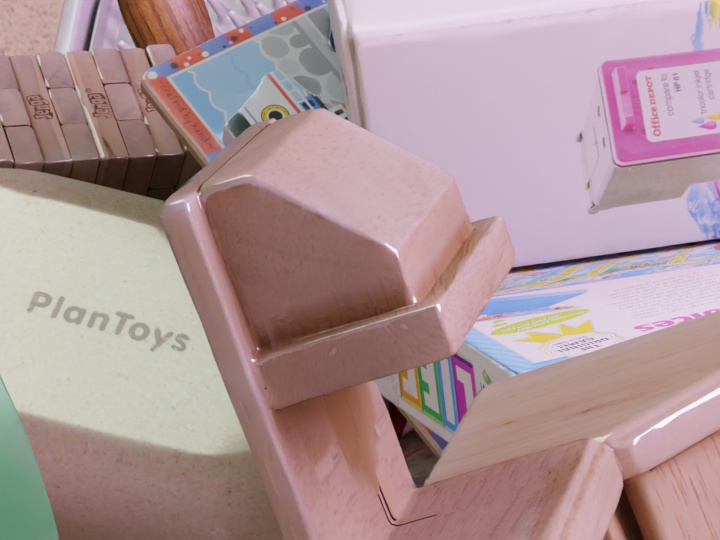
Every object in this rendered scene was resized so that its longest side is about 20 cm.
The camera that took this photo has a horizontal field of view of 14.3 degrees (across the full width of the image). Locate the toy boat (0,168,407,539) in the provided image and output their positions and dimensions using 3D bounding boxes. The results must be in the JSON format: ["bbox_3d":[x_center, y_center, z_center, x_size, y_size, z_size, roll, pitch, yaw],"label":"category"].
[{"bbox_3d":[-0.085,0.054,0.916,0.199,0.131,0.131,14,51,11],"label":"toy boat"}]

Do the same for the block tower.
[{"bbox_3d":[-0.054,-0.043,1.002,0.199,0.058,0.054,-4,-41,-22],"label":"block tower"}]

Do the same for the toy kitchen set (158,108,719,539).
[{"bbox_3d":[0.080,0.024,0.555,0.180,0.164,0.200,-19,10,17],"label":"toy kitchen set"}]

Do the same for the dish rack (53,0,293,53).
[{"bbox_3d":[-0.045,-0.086,1.243,0.199,0.044,0.172,-11,54,26],"label":"dish rack"}]

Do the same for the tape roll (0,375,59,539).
[{"bbox_3d":[-0.162,0.055,0.816,0.048,0.201,0.200,-28,11,-33],"label":"tape roll"}]

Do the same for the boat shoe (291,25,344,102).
[{"bbox_3d":[0.000,0.000,0.980,0.072,0.068,0.200,-31,-33,-1],"label":"boat shoe"}]

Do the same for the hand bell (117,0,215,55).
[{"bbox_3d":[-0.053,-0.047,1.128,0.104,0.201,0.104,-21,9,4],"label":"hand bell"}]

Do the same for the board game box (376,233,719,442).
[{"bbox_3d":[0.112,0.009,0.778,0.199,0.034,0.134,-12,14,-16],"label":"board game box"}]

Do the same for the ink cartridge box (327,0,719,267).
[{"bbox_3d":[0.088,-0.080,0.816,0.199,0.085,0.145,-7,35,-2],"label":"ink cartridge box"}]

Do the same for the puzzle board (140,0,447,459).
[{"bbox_3d":[0.049,-0.022,0.872,0.150,0.200,0.017,-27,-28,-26],"label":"puzzle board"}]
